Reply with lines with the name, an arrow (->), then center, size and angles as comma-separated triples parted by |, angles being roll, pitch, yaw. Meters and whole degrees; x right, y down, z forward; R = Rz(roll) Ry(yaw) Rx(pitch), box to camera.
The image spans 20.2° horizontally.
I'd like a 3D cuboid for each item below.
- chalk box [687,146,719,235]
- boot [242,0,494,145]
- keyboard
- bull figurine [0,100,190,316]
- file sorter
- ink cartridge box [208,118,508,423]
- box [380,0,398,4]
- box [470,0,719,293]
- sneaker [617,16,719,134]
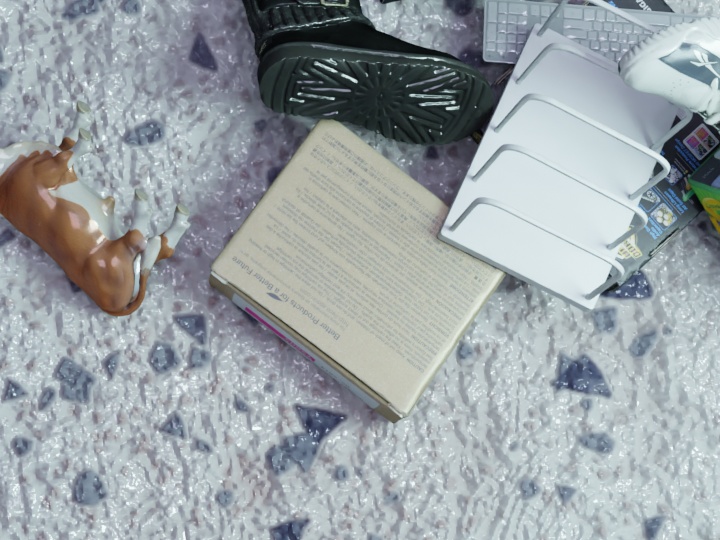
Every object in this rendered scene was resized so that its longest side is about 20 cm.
chalk box -> 0.361, -0.059, 1.629 | 0.125, 0.124, 0.200 | -42, 119, -10
boot -> 0.003, -0.192, 1.657 | 0.209, 0.080, 0.159 | 12, 41, -20
keyboard -> 0.201, -0.193, 1.684 | 0.198, 0.011, 0.057 | 4, 79, -4
bull figurine -> -0.236, -0.056, 1.625 | 0.200, 0.065, 0.121 | 44, 112, -6
file sorter -> 0.173, -0.097, 1.590 | 0.138, 0.125, 0.201 | 26, 74, -4
ink cartridge box -> 0.000, 0.000, 1.645 | 0.199, 0.075, 0.165 | 37, 79, 0
box -> 0.064, -0.339, 1.727 | 0.142, 0.036, 0.202 | -11, 84, -9
box -> 0.219, -0.120, 1.702 | 0.198, 0.050, 0.200 | -42, 86, -9
sneaker -> 0.291, -0.112, 1.511 | 0.198, 0.079, 0.131 | 4, 64, -31
